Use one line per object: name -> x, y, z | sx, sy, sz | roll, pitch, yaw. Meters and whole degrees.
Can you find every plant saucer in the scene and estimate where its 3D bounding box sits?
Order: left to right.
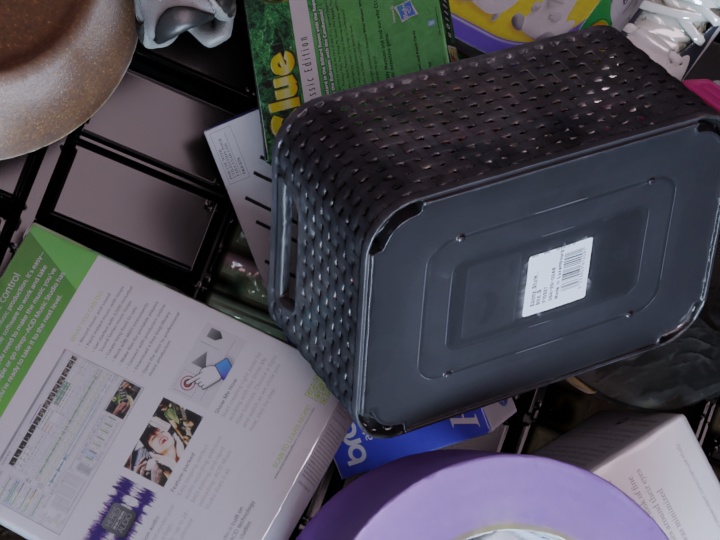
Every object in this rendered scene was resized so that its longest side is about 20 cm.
plant saucer -> -0.205, -0.151, 1.034 | 0.200, 0.037, 0.201 | 7, 67, -16

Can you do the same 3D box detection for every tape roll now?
tape roll -> 0.057, 0.186, 0.982 | 0.199, 0.085, 0.201 | 1, 87, -16

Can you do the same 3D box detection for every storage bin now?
storage bin -> 0.065, -0.020, 0.976 | 0.200, 0.094, 0.135 | -16, 131, -24

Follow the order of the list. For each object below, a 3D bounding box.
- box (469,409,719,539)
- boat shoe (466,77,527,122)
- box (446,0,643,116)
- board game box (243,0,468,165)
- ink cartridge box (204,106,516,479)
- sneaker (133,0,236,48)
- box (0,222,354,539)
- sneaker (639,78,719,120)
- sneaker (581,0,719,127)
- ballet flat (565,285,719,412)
box -> 0.105, 0.187, 1.096 | 0.200, 0.106, 0.153 | -29, 96, -15
boat shoe -> 0.105, -0.174, 1.121 | 0.072, 0.067, 0.201 | 28, 75, -56
box -> 0.109, -0.187, 1.062 | 0.117, 0.048, 0.200 | 31, 77, 26
board game box -> -0.011, -0.158, 1.042 | 0.104, 0.023, 0.201 | -12, 75, 15
ink cartridge box -> 0.000, 0.000, 1.085 | 0.094, 0.044, 0.200 | -20, 94, 26
sneaker -> -0.104, -0.175, 1.005 | 0.075, 0.200, 0.116 | -21, 61, 15
box -> -0.116, 0.077, 1.025 | 0.200, 0.036, 0.145 | 25, 76, 20
sneaker -> 0.147, -0.026, 1.127 | 0.200, 0.088, 0.081 | -36, 63, -1
sneaker -> 0.183, -0.157, 1.122 | 0.079, 0.130, 0.199 | 40, 79, -9
ballet flat -> 0.168, 0.040, 1.110 | 0.200, 0.057, 0.067 | 0, 96, -41
